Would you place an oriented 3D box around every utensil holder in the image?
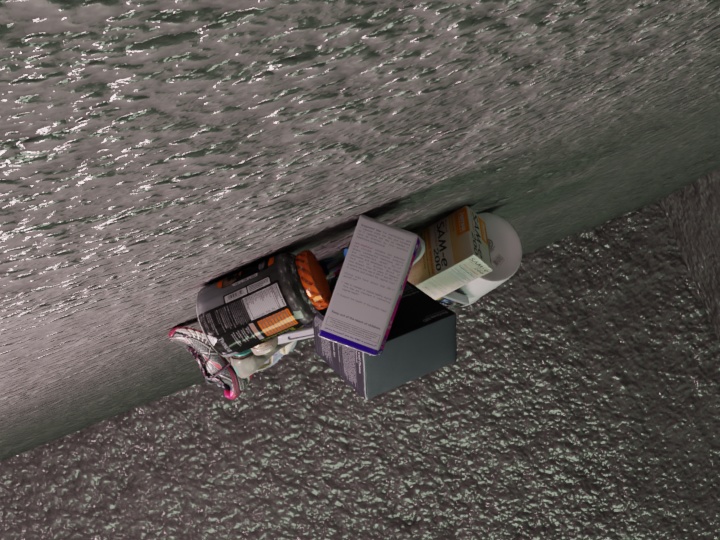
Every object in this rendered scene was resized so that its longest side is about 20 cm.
[{"bbox_3d":[0.250,-0.025,2.089,0.168,0.172,0.200,-19,170,-22],"label":"utensil holder"}]

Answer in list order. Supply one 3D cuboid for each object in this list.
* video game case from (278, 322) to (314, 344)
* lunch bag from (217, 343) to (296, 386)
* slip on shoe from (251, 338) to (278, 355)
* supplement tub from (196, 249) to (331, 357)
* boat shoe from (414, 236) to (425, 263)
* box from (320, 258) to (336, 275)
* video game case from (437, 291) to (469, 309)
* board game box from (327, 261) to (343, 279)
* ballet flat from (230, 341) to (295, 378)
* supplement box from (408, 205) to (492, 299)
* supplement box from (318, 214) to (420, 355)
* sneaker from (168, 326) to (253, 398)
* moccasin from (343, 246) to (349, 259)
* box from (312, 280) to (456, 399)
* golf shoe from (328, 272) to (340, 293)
[{"bbox_3d":[-0.091,0.079,1.870,0.180,0.022,0.201,-12,-156,11],"label":"video game case"},{"bbox_3d":[-0.242,0.160,2.106,0.169,0.128,0.200,-16,156,-46],"label":"lunch bag"},{"bbox_3d":[-0.201,0.092,1.811,0.075,0.061,0.201,-22,-155,5],"label":"slip on shoe"},{"bbox_3d":[-0.154,0.049,1.494,0.198,0.124,0.122,-23,174,10],"label":"supplement tub"},{"bbox_3d":[0.054,-0.021,1.846,0.199,0.072,0.070,-30,172,32],"label":"boat shoe"},{"bbox_3d":[-0.144,0.028,1.771,0.199,0.033,0.121,-18,172,-40],"label":"box"},{"bbox_3d":[0.119,0.073,2.023,0.180,0.024,0.199,-16,163,26],"label":"video game case"},{"bbox_3d":[0.000,0.000,1.977,0.157,0.039,0.200,-18,172,-35],"label":"board game box"},{"bbox_3d":[-0.178,0.152,1.875,0.199,0.064,0.067,-32,-152,-33],"label":"ballet flat"},{"bbox_3d":[0.158,-0.023,1.853,0.199,0.127,0.073,-30,136,29],"label":"supplement box"},{"bbox_3d":[0.016,0.025,1.486,0.102,0.202,0.101,18,179,7],"label":"supplement box"},{"bbox_3d":[-0.302,0.180,1.860,0.080,0.199,0.075,-9,-134,58],"label":"sneaker"},{"bbox_3d":[0.015,0.000,1.759,0.068,0.081,0.200,-25,155,-4],"label":"moccasin"},{"bbox_3d":[0.042,0.114,1.660,0.198,0.105,0.182,-19,-149,-25],"label":"box"},{"bbox_3d":[-0.085,0.063,1.765,0.094,0.079,0.200,-27,175,24],"label":"golf shoe"}]
